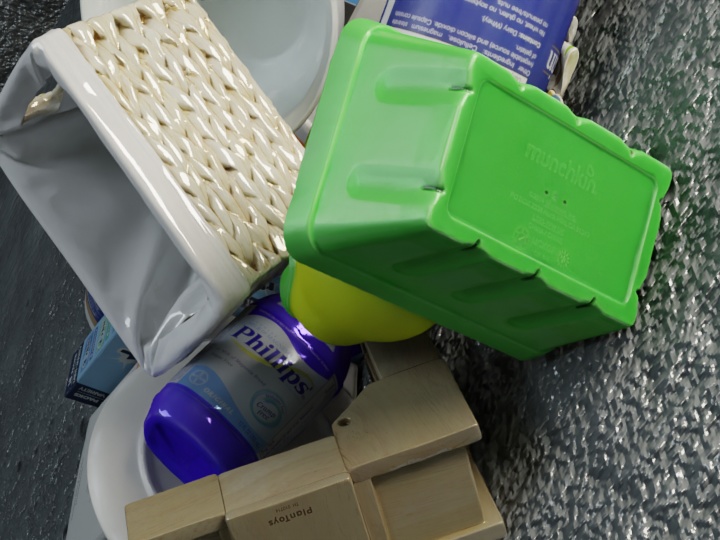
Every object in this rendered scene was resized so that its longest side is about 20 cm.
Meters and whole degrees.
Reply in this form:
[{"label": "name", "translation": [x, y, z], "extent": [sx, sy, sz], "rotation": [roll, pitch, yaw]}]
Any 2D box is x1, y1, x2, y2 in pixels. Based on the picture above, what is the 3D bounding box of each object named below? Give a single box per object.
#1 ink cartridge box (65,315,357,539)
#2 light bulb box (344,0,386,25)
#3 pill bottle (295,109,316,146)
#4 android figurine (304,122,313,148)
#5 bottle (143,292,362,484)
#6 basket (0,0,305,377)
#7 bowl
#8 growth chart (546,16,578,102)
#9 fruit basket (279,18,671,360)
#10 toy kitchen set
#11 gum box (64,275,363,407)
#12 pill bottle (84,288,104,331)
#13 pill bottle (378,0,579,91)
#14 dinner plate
[{"label": "ink cartridge box", "translation": [-0.112, 0.148, 1.116], "extent": [0.200, 0.146, 0.146], "rotation": [-45, 32, 46]}, {"label": "light bulb box", "translation": [-0.019, -0.260, 1.188], "extent": [0.125, 0.197, 0.201], "rotation": [-60, 22, 26]}, {"label": "pill bottle", "translation": [-0.056, -0.081, 1.230], "extent": [0.200, 0.113, 0.115], "rotation": [-47, 30, 46]}, {"label": "android figurine", "translation": [0.014, -0.096, 1.064], "extent": [0.202, 0.041, 0.182], "rotation": [-66, -18, 13]}, {"label": "bottle", "translation": [-0.051, 0.060, 0.981], "extent": [0.200, 0.083, 0.065], "rotation": [-44, -9, -35]}, {"label": "basket", "translation": [-0.123, -0.059, 0.954], "extent": [0.123, 0.201, 0.135], "rotation": [-34, -3, -36]}, {"label": "bowl", "translation": [-0.087, -0.183, 1.038], "extent": [0.202, 0.201, 0.090], "rotation": [-57, -12, 28]}, {"label": "growth chart", "translation": [0.102, -0.111, 1.010], "extent": [0.144, 0.018, 0.202], "rotation": [13, 84, 68]}, {"label": "fruit basket", "translation": [0.039, -0.031, 0.837], "extent": [0.215, 0.214, 0.157], "rotation": [-7, 64, 66]}, {"label": "toy kitchen set", "translation": [-0.027, 0.148, 0.913], "extent": [0.181, 0.198, 0.165], "rotation": [-116, 9, -62]}, {"label": "gum box", "translation": [-0.114, 0.065, 1.165], "extent": [0.200, 0.169, 0.045], "rotation": [-46, 31, 47]}, {"label": "pill bottle", "translation": [-0.150, -0.020, 1.186], "extent": [0.200, 0.110, 0.112], "rotation": [119, 161, -52]}, {"label": "pill bottle", "translation": [0.061, -0.128, 0.944], "extent": [0.202, 0.115, 0.116], "rotation": [-69, 21, 3]}, {"label": "dinner plate", "translation": [-0.078, 0.125, 0.983], "extent": [0.024, 0.198, 0.202], "rotation": [111, 166, -52]}]
